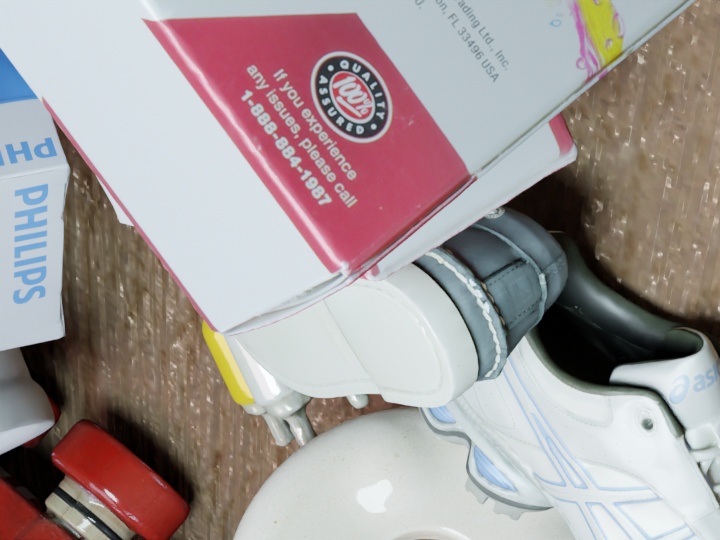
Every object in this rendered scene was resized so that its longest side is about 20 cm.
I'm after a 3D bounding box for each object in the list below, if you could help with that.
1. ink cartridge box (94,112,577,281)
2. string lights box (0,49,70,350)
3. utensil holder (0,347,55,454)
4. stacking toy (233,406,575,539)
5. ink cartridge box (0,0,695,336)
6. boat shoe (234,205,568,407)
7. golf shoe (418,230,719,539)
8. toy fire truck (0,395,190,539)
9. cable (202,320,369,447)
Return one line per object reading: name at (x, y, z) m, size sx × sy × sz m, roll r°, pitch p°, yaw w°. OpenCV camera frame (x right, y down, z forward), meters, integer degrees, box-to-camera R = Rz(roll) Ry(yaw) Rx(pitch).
ink cartridge box at (-0.040, -0.084, 0.866) m, size 0.200 × 0.083 × 0.145 m, roll 13°, pitch 133°, yaw 63°
string lights box at (-0.159, -0.077, 1.007) m, size 0.103 × 0.059 × 0.200 m, roll 100°, pitch 154°, yaw -52°
utensil holder at (-0.240, 0.001, 1.132) m, size 0.170 × 0.170 × 0.200 m, roll -31°, pitch 80°, yaw 59°
stacking toy at (0.023, 0.148, 1.057) m, size 0.146 × 0.146 × 0.200 m, roll 41°, pitch 163°, yaw 15°
ink cartridge box at (0.007, -0.101, 0.711) m, size 0.146 × 0.200 × 0.083 m, roll 54°, pitch 152°, yaw -5°
boat shoe at (0.000, 0.000, 0.928) m, size 0.200 × 0.062 × 0.073 m, roll 13°, pitch 134°, yaw 62°
golf shoe at (0.105, 0.069, 0.895) m, size 0.200 × 0.078 × 0.097 m, roll 40°, pitch 142°, yaw 16°
toy fire truck at (-0.149, 0.127, 1.276) m, size 0.200 × 0.112 × 0.168 m, roll 35°, pitch 170°, yaw 25°
cable at (-0.059, -0.025, 1.026) m, size 0.200 × 0.050 × 0.097 m, roll 53°, pitch 146°, yaw -5°
